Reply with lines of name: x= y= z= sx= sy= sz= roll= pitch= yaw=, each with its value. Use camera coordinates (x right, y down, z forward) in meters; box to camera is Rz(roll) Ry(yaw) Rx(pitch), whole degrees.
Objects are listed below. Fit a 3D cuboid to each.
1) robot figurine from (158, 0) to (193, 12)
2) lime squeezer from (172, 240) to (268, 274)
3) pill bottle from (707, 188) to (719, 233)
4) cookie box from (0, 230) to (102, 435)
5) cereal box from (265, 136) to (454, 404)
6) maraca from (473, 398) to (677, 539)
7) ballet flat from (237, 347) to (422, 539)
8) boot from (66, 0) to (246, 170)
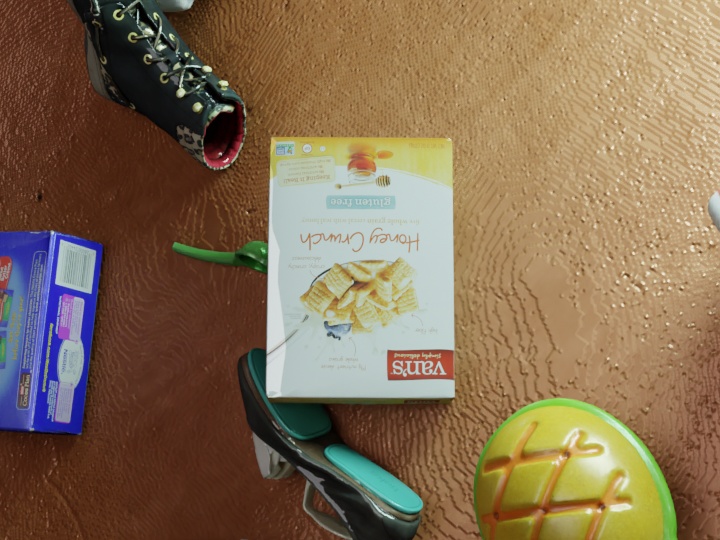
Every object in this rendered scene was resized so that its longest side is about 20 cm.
robot figurine: x=-0.174 y=-0.305 z=1.252 sx=0.198 sy=0.113 sz=0.172 roll=9 pitch=97 yaw=28
lime squeezer: x=-0.072 y=-0.028 z=1.186 sx=0.199 sy=0.038 sz=0.071 roll=-23 pitch=70 yaw=23
pill bottle: x=0.333 y=-0.057 z=0.935 sx=0.199 sy=0.116 sz=0.116 roll=-37 pitch=65 yaw=15
cookie box: x=-0.334 y=0.054 z=1.283 sx=0.198 sy=0.075 sz=0.173 roll=1 pitch=80 yaw=27
cereal box: x=0.000 y=0.000 z=1.109 sx=0.142 sy=0.040 sz=0.202 roll=0 pitch=78 yaw=-1
maraca: x=0.154 y=0.180 z=0.985 sx=0.137 sy=0.107 sz=0.201 roll=-45 pitch=63 yaw=20
ballet flat: x=-0.039 y=0.146 z=1.119 sx=0.200 sy=0.068 sz=0.069 roll=44 pitch=113 yaw=27
boot: x=-0.163 y=-0.185 z=1.192 sx=0.153 sy=0.204 sz=0.073 roll=37 pitch=62 yaw=25
